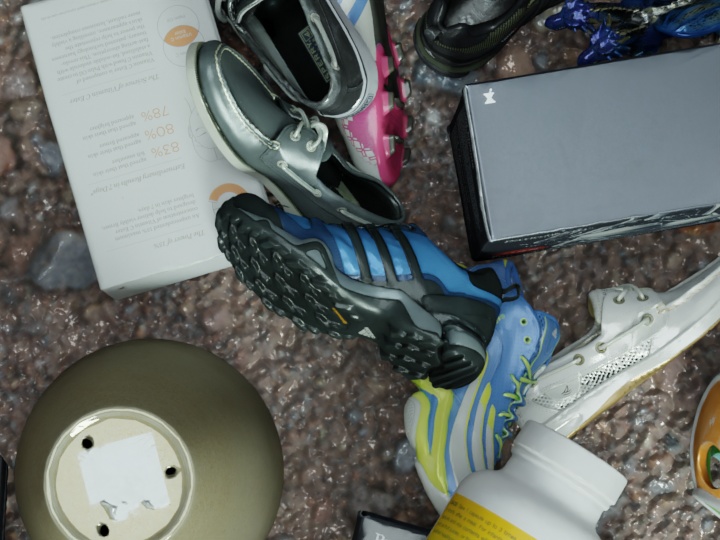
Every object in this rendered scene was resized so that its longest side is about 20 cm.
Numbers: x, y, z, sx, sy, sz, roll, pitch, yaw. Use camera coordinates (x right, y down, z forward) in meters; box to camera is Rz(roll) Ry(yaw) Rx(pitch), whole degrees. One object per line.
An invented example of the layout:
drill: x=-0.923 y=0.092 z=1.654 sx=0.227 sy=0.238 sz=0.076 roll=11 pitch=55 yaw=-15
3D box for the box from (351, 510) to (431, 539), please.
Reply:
box: x=0.069 y=0.281 z=1.394 sx=0.200 sy=0.124 sz=0.197 roll=15 pitch=84 yaw=1

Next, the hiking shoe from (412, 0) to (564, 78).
hiking shoe: x=0.121 y=-0.213 z=1.438 sx=0.076 sy=0.101 sz=0.200 roll=43 pitch=87 yaw=2

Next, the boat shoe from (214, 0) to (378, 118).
boat shoe: x=-0.066 y=-0.185 z=1.406 sx=0.074 sy=0.068 sz=0.199 roll=-35 pitch=75 yaw=24

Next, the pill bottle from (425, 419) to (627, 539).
pill bottle: x=0.082 y=0.195 z=1.288 sx=0.104 sy=0.104 sz=0.200 roll=32 pitch=84 yaw=2

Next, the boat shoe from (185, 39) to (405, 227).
boat shoe: x=-0.041 y=-0.084 z=1.374 sx=0.062 sy=0.073 sz=0.200 roll=-19 pitch=130 yaw=27

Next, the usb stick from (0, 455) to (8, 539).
usb stick: x=-0.262 y=0.193 z=1.377 sx=0.055 sy=0.200 sz=0.033 roll=-4 pitch=129 yaw=-3

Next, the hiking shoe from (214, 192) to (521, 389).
hiking shoe: x=0.000 y=0.000 z=1.367 sx=0.200 sy=0.074 sz=0.087 roll=30 pitch=56 yaw=-4

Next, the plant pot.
plant pot: x=-0.146 y=0.133 z=1.363 sx=0.187 sy=0.200 sz=0.188 roll=0 pitch=85 yaw=0

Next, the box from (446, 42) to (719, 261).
box: x=0.166 y=-0.076 z=1.388 sx=0.200 sy=0.182 sz=0.104 roll=-10 pitch=86 yaw=0

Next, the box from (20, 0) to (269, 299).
box: x=-0.140 y=-0.094 z=1.430 sx=0.124 sy=0.097 sz=0.200 roll=-16 pitch=86 yaw=-2

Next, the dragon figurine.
dragon figurine: x=0.223 y=-0.185 z=1.437 sx=0.200 sy=0.099 sz=0.059 roll=-21 pitch=87 yaw=-2

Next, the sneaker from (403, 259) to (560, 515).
sneaker: x=0.084 y=0.075 z=1.395 sx=0.105 sy=0.076 sz=0.200 roll=-19 pitch=62 yaw=17

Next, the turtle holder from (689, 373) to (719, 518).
turtle holder: x=0.299 y=0.127 z=1.410 sx=0.141 sy=0.186 sz=0.132 roll=33 pitch=85 yaw=34

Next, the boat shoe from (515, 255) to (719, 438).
boat shoe: x=0.181 y=0.040 z=1.435 sx=0.200 sy=0.071 sz=0.069 roll=-38 pitch=88 yaw=-1

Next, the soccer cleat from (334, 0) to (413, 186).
soccer cleat: x=-0.015 y=-0.152 z=1.457 sx=0.086 sy=0.070 sz=0.200 roll=-8 pitch=84 yaw=15
